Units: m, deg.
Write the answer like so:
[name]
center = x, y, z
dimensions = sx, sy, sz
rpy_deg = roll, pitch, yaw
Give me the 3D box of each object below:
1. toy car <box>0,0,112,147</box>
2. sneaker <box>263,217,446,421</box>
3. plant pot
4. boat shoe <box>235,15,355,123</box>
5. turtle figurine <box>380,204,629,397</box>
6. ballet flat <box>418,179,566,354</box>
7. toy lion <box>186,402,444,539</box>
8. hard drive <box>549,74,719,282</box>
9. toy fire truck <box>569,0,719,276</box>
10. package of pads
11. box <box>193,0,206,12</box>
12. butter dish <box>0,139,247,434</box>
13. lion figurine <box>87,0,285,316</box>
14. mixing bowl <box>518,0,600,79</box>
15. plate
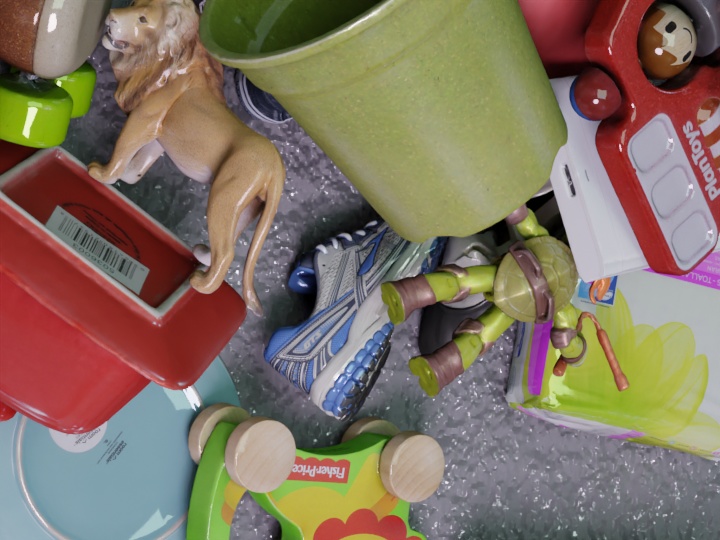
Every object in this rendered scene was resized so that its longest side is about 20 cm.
[toy car]
center = -0.251, -0.189, 1.436
dimensions = 0.199, 0.158, 0.165
rpy_deg = 16, 107, -1
[sneaker]
center = 0.000, 0.000, 1.582
dimensions = 0.085, 0.077, 0.201
rpy_deg = 26, 57, 7
[plant pot]
center = 0.032, -0.125, 1.450
dimensions = 0.200, 0.200, 0.185
rpy_deg = -46, 121, -19
[boat shoe]
center = 0.014, -0.162, 1.582
dimensions = 0.200, 0.091, 0.071
rpy_deg = -37, 106, -22
[turtle figurine]
center = 0.103, 0.019, 1.535
dimensions = 0.161, 0.064, 0.201
rpy_deg = -28, 112, -17
[ballet flat]
center = 0.102, -0.021, 1.609
dimensions = 0.200, 0.068, 0.068
rpy_deg = -43, 131, 6
[toy lion]
center = -0.030, 0.194, 1.570
dimensions = 0.199, 0.068, 0.193
rpy_deg = 9, 93, -36
[hard drive]
center = 0.201, -0.072, 1.583
dimensions = 0.199, 0.026, 0.133
rpy_deg = -12, 83, -44
[toy fire truck]
center = 0.211, -0.118, 1.508
dimensions = 0.168, 0.112, 0.201
rpy_deg = -42, 120, -25
[package of pads]
center = 0.207, 0.048, 1.691
dimensions = 0.199, 0.068, 0.156
rpy_deg = 13, 83, -25
[box]
center = -0.091, -0.278, 1.553
dimensions = 0.200, 0.050, 0.158
rpy_deg = -45, 108, -20
[butter dish]
center = -0.194, 0.029, 1.442
dimensions = 0.200, 0.199, 0.148
rpy_deg = 38, 107, -1
[lion figurine]
center = -0.096, -0.078, 1.448
dimensions = 0.200, 0.072, 0.123
rpy_deg = 44, 106, 20
[mixing bowl]
center = 0.120, -0.218, 1.580
dimensions = 0.199, 0.108, 0.201
rpy_deg = 19, 52, -26
[plate]
center = -0.162, 0.115, 1.530
dimensions = 0.199, 0.026, 0.202
rpy_deg = 0, 91, -27
